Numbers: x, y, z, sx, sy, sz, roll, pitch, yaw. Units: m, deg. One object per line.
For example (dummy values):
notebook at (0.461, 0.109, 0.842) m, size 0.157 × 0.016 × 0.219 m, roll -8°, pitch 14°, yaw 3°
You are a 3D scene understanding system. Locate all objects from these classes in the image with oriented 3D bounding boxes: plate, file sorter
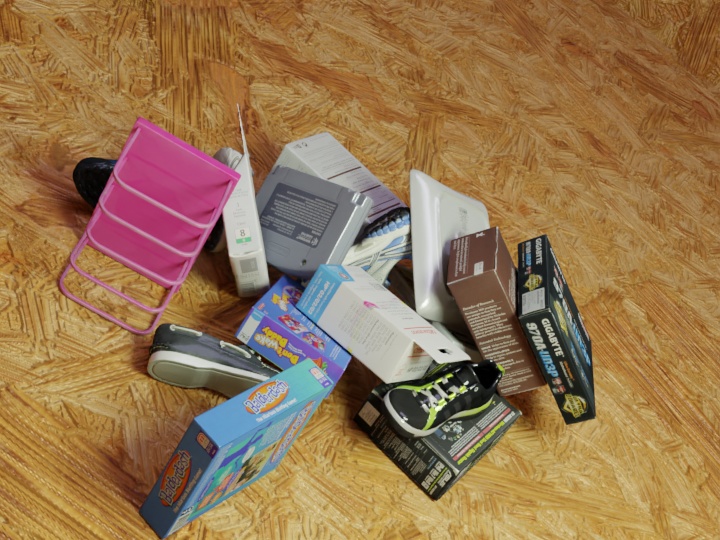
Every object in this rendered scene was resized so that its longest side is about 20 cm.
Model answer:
plate at (0.133, -0.023, 1.713) m, size 0.199 × 0.032 × 0.203 m, roll 19°, pitch 64°, yaw -53°
file sorter at (-0.255, -0.044, 1.485) m, size 0.138 × 0.201 × 0.126 m, roll 29°, pitch 36°, yaw -8°

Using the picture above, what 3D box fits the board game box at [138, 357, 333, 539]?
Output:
board game box at (-0.130, 0.187, 1.341) m, size 0.045 × 0.153 × 0.199 m, roll 43°, pitch 33°, yaw 16°

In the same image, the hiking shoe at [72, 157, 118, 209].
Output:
hiking shoe at (-0.302, -0.116, 1.664) m, size 0.199 × 0.075 × 0.087 m, roll 14°, pitch 29°, yaw -45°

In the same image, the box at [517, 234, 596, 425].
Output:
box at (0.262, 0.080, 1.675) m, size 0.160 × 0.045 × 0.201 m, roll -80°, pitch 149°, yaw -52°

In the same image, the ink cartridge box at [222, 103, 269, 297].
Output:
ink cartridge box at (-0.155, -0.086, 1.609) m, size 0.049 × 0.161 × 0.203 m, roll -11°, pitch 71°, yaw -4°

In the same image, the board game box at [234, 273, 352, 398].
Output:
board game box at (-0.071, 0.078, 1.575) m, size 0.134 × 0.045 × 0.200 m, roll 35°, pitch 13°, yaw 1°

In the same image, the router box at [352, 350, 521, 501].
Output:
router box at (0.102, 0.189, 1.628) m, size 0.150 × 0.062 × 0.199 m, roll 42°, pitch 33°, yaw 13°

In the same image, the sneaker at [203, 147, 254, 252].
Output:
sneaker at (-0.180, -0.095, 1.739) m, size 0.072 × 0.072 × 0.201 m, roll 31°, pitch 35°, yaw -23°

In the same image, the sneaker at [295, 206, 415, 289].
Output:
sneaker at (0.000, 0.000, 1.687) m, size 0.086 × 0.198 × 0.077 m, roll 58°, pitch 12°, yaw -14°

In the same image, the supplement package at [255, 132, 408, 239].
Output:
supplement package at (-0.035, -0.085, 1.807) m, size 0.200 × 0.117 × 0.117 m, roll 44°, pitch 31°, yaw 13°

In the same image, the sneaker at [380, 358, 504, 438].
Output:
sneaker at (0.105, 0.144, 1.551) m, size 0.199 × 0.083 × 0.072 m, roll -12°, pitch 53°, yaw -48°

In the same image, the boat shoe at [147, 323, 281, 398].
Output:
boat shoe at (-0.152, 0.113, 1.482) m, size 0.198 × 0.076 × 0.061 m, roll 21°, pitch 52°, yaw -22°

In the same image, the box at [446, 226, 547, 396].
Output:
box at (0.182, 0.056, 1.650) m, size 0.101 × 0.074 × 0.202 m, roll -78°, pitch 148°, yaw -54°

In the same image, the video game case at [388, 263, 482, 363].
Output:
video game case at (0.130, 0.070, 1.774) m, size 0.199 × 0.022 × 0.182 m, roll 23°, pitch 23°, yaw -50°

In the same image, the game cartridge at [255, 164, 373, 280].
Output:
game cartridge at (-0.079, -0.061, 1.679) m, size 0.199 × 0.134 × 0.041 m, roll 23°, pitch -12°, yaw 47°

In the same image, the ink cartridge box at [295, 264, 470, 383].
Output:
ink cartridge box at (0.029, 0.077, 1.568) m, size 0.199 × 0.068 × 0.115 m, roll 39°, pitch 15°, yaw 22°

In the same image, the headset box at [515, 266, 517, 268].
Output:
headset box at (0.182, 0.012, 1.880) m, size 0.200 × 0.077 × 0.149 m, roll 45°, pitch 15°, yaw 14°
